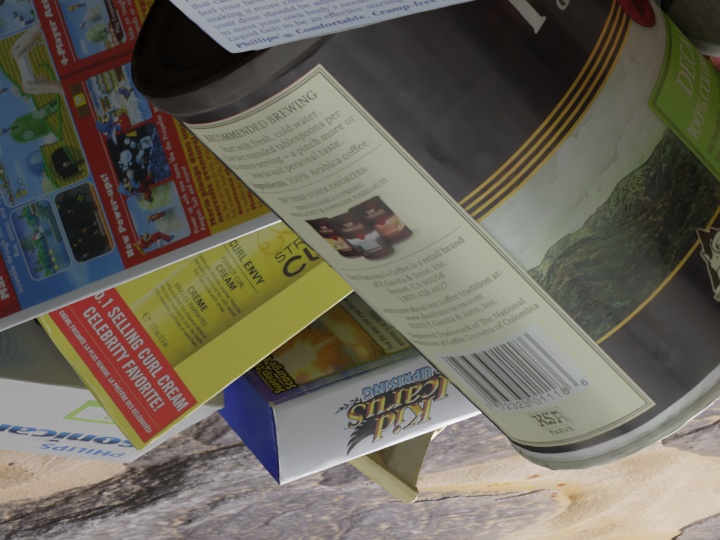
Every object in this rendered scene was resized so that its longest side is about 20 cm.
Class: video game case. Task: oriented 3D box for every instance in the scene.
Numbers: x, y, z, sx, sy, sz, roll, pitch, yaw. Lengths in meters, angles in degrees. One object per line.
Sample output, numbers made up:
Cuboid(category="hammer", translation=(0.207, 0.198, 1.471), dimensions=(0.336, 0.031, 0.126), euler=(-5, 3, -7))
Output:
Cuboid(category="video game case", translation=(0.000, 0.000, 1.174), dimensions=(0.180, 0.200, 0.046), euler=(-17, 125, -21))
Cuboid(category="video game case", translation=(-0.068, -0.077, 0.957), dimensions=(0.199, 0.144, 0.017), euler=(-22, -159, -12))

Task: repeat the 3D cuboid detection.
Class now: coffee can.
Cuboid(category="coffee can", translation=(0.042, -0.049, 0.913), dimensions=(0.146, 0.147, 0.200), euler=(-23, 123, 41))

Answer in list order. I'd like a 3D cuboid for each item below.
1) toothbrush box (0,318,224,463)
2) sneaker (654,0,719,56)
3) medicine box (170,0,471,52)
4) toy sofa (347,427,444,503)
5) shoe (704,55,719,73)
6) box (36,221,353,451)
Cuboid(category="toothbrush box", translation=(-0.142, -0.033, 1.100), dimensions=(0.145, 0.201, 0.086), euler=(10, 156, -32))
Cuboid(category="sneaker", translation=(0.178, -0.129, 0.994), dimensions=(0.200, 0.075, 0.087), euler=(-31, -175, -31))
Cuboid(category="medicine box", translation=(-0.036, -0.186, 0.738), dimensions=(0.102, 0.183, 0.200), euler=(-12, 158, 20))
Cuboid(category="toy sofa", translation=(0.053, 0.009, 1.328), dimensions=(0.200, 0.098, 0.083), euler=(-42, 127, 13))
Cuboid(category="shoe", translation=(0.163, -0.099, 1.137), dimensions=(0.071, 0.092, 0.200), euler=(5, 158, -23))
Cuboid(category="box", translation=(-0.030, -0.023, 1.021), dimensions=(0.200, 0.075, 0.050), euler=(-36, -159, -5))
